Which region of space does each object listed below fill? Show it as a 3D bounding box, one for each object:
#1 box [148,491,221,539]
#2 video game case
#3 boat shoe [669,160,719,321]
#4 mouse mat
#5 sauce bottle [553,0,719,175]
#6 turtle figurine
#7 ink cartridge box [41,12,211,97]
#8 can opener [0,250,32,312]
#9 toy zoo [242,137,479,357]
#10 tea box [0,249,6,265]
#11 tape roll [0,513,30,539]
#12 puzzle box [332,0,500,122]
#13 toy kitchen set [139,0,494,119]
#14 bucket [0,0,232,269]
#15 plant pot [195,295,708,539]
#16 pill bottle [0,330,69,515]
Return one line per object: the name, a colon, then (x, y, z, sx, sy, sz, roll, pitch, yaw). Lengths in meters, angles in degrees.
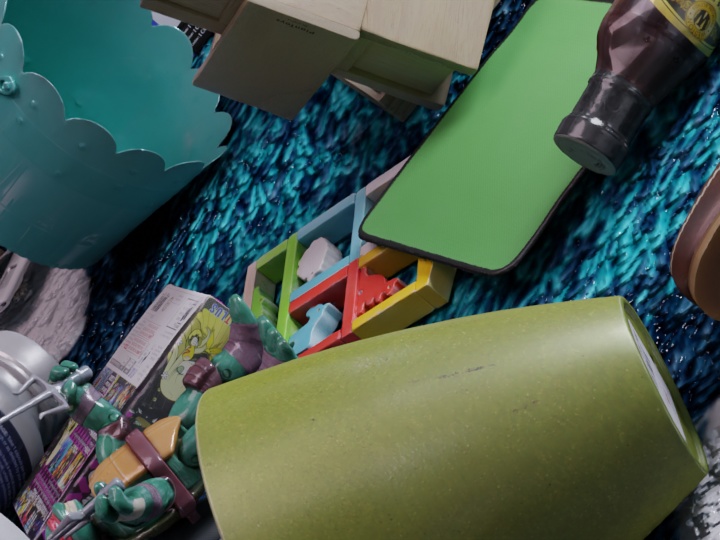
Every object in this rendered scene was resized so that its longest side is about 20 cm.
box: (-0.084, 0.176, 1.363, 0.200, 0.046, 0.159, -28, 36, 38)
video game case: (-0.148, 0.092, 1.509, 0.181, 0.036, 0.200, -54, 10, -6)
boat shoe: (0.219, -0.061, 1.171, 0.200, 0.070, 0.070, -45, 35, -6)
mouse mat: (0.095, -0.084, 1.418, 0.200, 0.008, 0.161, -51, 31, -13)
sauce bottle: (0.174, -0.145, 1.342, 0.066, 0.066, 0.200, 11, 69, 59)
turtle figurine: (-0.124, 0.100, 1.360, 0.200, 0.101, 0.150, -39, 40, -9)
ink cartridge box: (-0.161, -0.205, 1.870, 0.200, 0.094, 0.044, -53, 28, -4)
can opener: (-0.257, -0.047, 1.866, 0.053, 0.066, 0.200, -17, 39, 49)
toy zoo: (0.000, 0.000, 1.472, 0.200, 0.020, 0.131, -33, 33, 32)
tea box: (-0.415, 0.002, 1.891, 0.197, 0.200, 0.134, -12, 46, 51)
tape roll: (-0.270, 0.216, 1.398, 0.202, 0.202, 0.071, -37, 19, 26)
puzzle box: (0.057, -0.199, 1.614, 0.200, 0.025, 0.133, -52, 27, 0)
toy kitchen set: (-0.024, -0.206, 1.532, 0.163, 0.200, 0.181, 138, 149, -68)
bucket: (-0.210, -0.110, 1.730, 0.135, 0.207, 0.207, -43, 29, 26)
plant pot: (0.054, 0.097, 1.141, 0.200, 0.187, 0.187, -27, 34, 12)
pill bottle: (-0.281, 0.130, 1.601, 0.111, 0.111, 0.200, -17, 22, 47)
